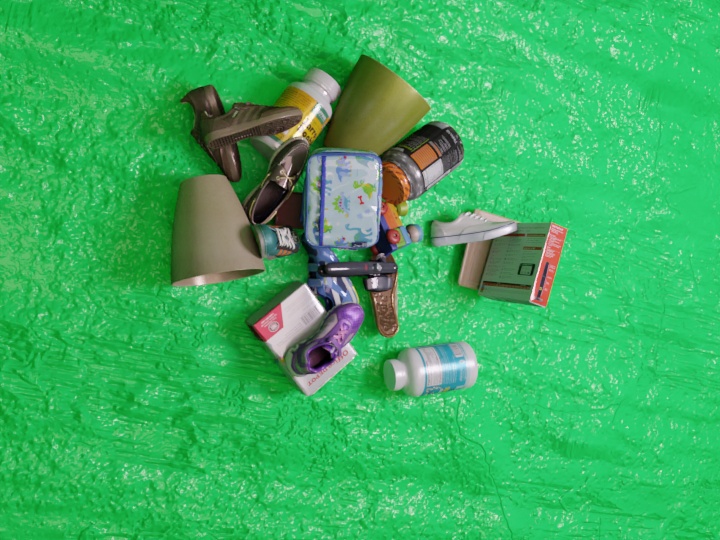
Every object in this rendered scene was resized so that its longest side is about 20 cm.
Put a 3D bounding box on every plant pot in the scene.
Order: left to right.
[{"bbox_3d":[-0.298,-0.082,1.578,0.187,0.187,0.200,-9,85,-21],"label":"plant pot"},{"bbox_3d":[0.015,-0.321,1.693,0.187,0.187,0.200,36,94,-20],"label":"plant pot"}]

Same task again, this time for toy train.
[{"bbox_3d":[0.056,-0.137,1.768,0.116,0.085,0.200,-17,79,-37],"label":"toy train"}]

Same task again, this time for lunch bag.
[{"bbox_3d":[-0.039,-0.143,1.594,0.160,0.082,0.200,3,106,-4],"label":"lunch bag"}]

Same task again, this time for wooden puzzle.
[{"bbox_3d":[0.326,-0.036,1.900,0.200,0.037,0.185,15,87,-26],"label":"wooden puzzle"}]

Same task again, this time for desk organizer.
[{"bbox_3d":[-0.080,-0.123,1.677,0.200,0.072,0.077,3,95,-2],"label":"desk organizer"}]

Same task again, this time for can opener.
[{"bbox_3d":[0.000,0.000,1.686,0.200,0.063,0.079,6,68,-41],"label":"can opener"}]

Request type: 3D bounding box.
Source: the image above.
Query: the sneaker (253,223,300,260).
[{"bbox_3d":[-0.164,-0.064,1.595,0.080,0.200,0.072,-16,88,0],"label":"sneaker"}]

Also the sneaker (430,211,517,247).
[{"bbox_3d":[0.253,-0.100,1.803,0.200,0.073,0.071,-8,93,14],"label":"sneaker"}]

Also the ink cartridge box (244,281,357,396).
[{"bbox_3d":[-0.128,0.144,1.697,0.148,0.086,0.200,-39,107,-16],"label":"ink cartridge box"}]

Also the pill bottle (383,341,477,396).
[{"bbox_3d":[0.156,0.225,1.802,0.200,0.111,0.111,-5,95,-21],"label":"pill bottle"}]

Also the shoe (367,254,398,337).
[{"bbox_3d":[0.050,0.052,1.783,0.070,0.053,0.200,-2,83,-7],"label":"shoe"}]

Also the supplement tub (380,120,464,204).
[{"bbox_3d":[0.124,-0.233,1.736,0.200,0.122,0.123,-38,106,-30],"label":"supplement tub"}]

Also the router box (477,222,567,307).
[{"bbox_3d":[0.361,-0.016,1.786,0.049,0.200,0.180,19,85,-25],"label":"router box"}]

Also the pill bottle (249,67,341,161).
[{"bbox_3d":[-0.130,-0.319,1.655,0.113,0.113,0.200,39,78,-19],"label":"pill bottle"}]

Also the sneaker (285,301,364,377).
[{"bbox_3d":[-0.060,0.146,1.633,0.200,0.088,0.081,-44,107,-17],"label":"sneaker"}]

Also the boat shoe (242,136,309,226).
[{"bbox_3d":[-0.163,-0.175,1.587,0.072,0.060,0.200,31,105,-34],"label":"boat shoe"}]

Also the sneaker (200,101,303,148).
[{"bbox_3d":[-0.214,-0.302,1.549,0.200,0.070,0.076,-17,77,-14],"label":"sneaker"}]

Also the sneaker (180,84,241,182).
[{"bbox_3d":[-0.301,-0.272,1.617,0.075,0.070,0.200,-15,102,6],"label":"sneaker"}]

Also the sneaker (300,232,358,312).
[{"bbox_3d":[-0.081,0.010,1.716,0.082,0.074,0.200,-34,103,-15],"label":"sneaker"}]
